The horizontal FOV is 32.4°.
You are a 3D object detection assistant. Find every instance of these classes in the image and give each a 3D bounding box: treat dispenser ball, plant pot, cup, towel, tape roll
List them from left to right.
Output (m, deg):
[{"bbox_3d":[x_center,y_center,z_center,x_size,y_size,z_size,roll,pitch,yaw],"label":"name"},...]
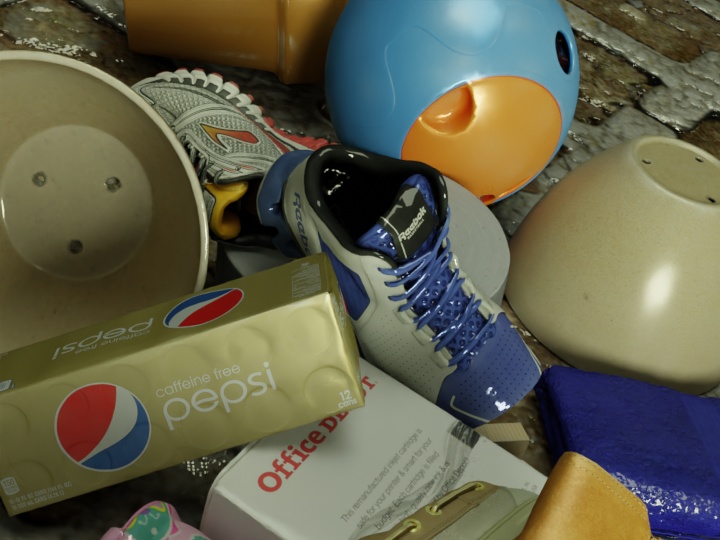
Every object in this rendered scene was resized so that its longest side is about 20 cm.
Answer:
[{"bbox_3d":[-0.182,-0.030,0.740,0.198,0.203,0.143,17,10,-4],"label":"cup"},{"bbox_3d":[-0.113,-0.258,1.059,0.180,0.202,0.201,-5,40,-8],"label":"plant pot"},{"bbox_3d":[0.000,0.000,0.843,0.197,0.067,0.202,6,37,-5],"label":"tape roll"},{"bbox_3d":[0.071,-0.148,0.966,0.198,0.203,0.202,13,36,-10],"label":"treat dispenser ball"},{"bbox_3d":[0.221,-0.023,0.950,0.197,0.136,0.202,13,36,-9],"label":"plant pot"},{"bbox_3d":[0.217,0.132,0.824,0.197,0.050,0.148,13,26,-10],"label":"towel"}]

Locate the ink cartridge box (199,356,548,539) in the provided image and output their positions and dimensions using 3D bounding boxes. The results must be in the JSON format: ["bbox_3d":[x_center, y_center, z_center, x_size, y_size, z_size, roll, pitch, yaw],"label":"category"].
[{"bbox_3d":[0.029,0.155,0.666,0.199,0.085,0.144,32,38,15],"label":"ink cartridge box"}]

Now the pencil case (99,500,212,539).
[{"bbox_3d":[-0.049,0.196,0.574,0.199,0.088,0.087,36,38,21],"label":"pencil case"}]

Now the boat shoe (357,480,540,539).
[{"bbox_3d":[0.016,0.152,0.550,0.198,0.075,0.066,-19,26,-40],"label":"boat shoe"}]

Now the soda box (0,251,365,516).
[{"bbox_3d":[-0.100,0.059,0.653,0.197,0.069,0.064,-17,19,3],"label":"soda box"}]

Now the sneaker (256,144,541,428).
[{"bbox_3d":[0.025,0.005,0.693,0.081,0.115,0.200,-44,94,-16],"label":"sneaker"}]

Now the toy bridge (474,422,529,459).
[{"bbox_3d":[0.075,0.112,0.794,0.066,0.027,0.201,1,39,-25],"label":"toy bridge"}]

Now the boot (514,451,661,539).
[{"bbox_3d":[0.058,0.138,0.499,0.070,0.146,0.201,11,-20,39],"label":"boot"}]

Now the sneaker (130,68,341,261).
[{"bbox_3d":[-0.086,-0.067,0.795,0.198,0.079,0.082,25,41,22],"label":"sneaker"}]
